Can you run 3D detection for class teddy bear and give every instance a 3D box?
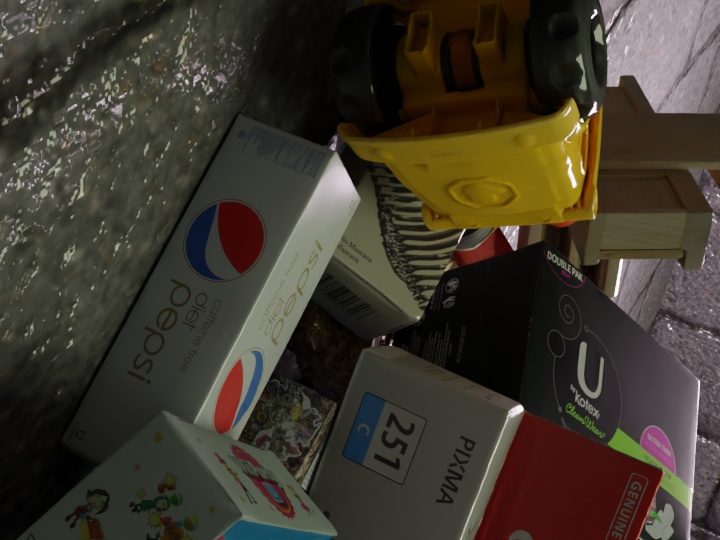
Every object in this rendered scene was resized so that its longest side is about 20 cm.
[{"bbox_3d":[0.000,0.000,0.835,0.145,0.066,0.201,78,31,-66],"label":"teddy bear"}]

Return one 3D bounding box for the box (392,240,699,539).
[{"bbox_3d":[0.124,0.103,0.803,0.200,0.124,0.149,36,52,-34],"label":"box"}]

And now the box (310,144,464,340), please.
[{"bbox_3d":[0.032,-0.061,0.760,0.068,0.082,0.201,-25,-147,57],"label":"box"}]

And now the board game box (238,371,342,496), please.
[{"bbox_3d":[-0.084,0.170,0.727,0.201,0.096,0.160,-62,160,-16],"label":"board game box"}]

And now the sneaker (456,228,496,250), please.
[{"bbox_3d":[0.080,-0.112,0.897,0.077,0.078,0.201,-27,125,-63],"label":"sneaker"}]

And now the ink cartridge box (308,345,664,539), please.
[{"bbox_3d":[0.049,0.167,0.664,0.045,0.175,0.201,2,109,-69],"label":"ink cartridge box"}]

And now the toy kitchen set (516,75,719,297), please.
[{"bbox_3d":[0.214,-0.023,0.864,0.200,0.162,0.181,-95,-175,-56],"label":"toy kitchen set"}]

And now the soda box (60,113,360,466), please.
[{"bbox_3d":[-0.075,0.023,0.640,0.201,0.063,0.068,-63,160,-12],"label":"soda box"}]

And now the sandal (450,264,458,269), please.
[{"bbox_3d":[0.093,0.023,1.096,0.201,0.057,0.080,-38,145,-55],"label":"sandal"}]

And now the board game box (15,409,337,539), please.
[{"bbox_3d":[-0.121,0.164,0.561,0.200,0.064,0.148,-43,159,1],"label":"board game box"}]

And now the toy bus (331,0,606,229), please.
[{"bbox_3d":[0.086,-0.118,0.682,0.192,0.135,0.201,47,45,-53],"label":"toy bus"}]

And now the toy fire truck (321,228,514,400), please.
[{"bbox_3d":[0.045,0.047,0.936,0.199,0.141,0.049,-34,124,3],"label":"toy fire truck"}]
